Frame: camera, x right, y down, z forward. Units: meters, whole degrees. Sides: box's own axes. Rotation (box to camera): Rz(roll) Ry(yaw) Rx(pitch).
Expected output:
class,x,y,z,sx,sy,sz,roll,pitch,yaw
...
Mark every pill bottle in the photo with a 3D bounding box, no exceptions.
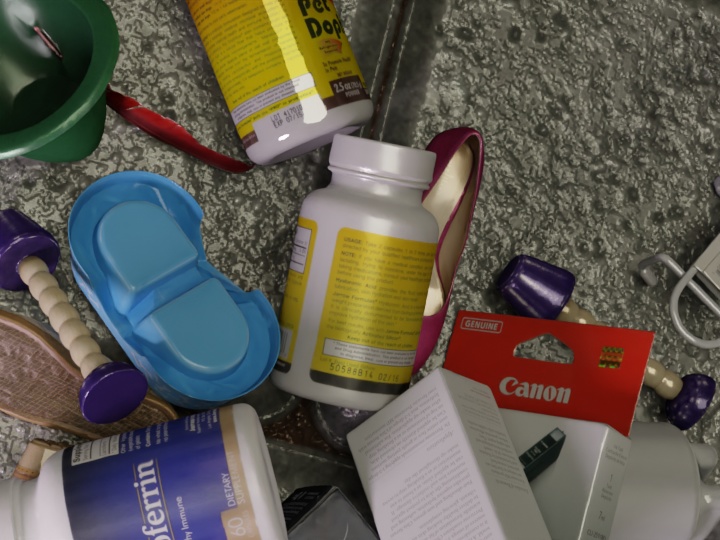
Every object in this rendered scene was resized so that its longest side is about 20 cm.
class,x,y,z,sx,sy,sz,roll,pitch,yaw
pill bottle,-0.072,-0.193,1.301,0.109,0.109,0.201,-22,90,-17
pill bottle,-0.158,0.171,1.153,0.199,0.116,0.117,-15,87,-2
pill bottle,0.000,0.000,1.275,0.110,0.111,0.202,10,95,-14

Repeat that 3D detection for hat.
class,x,y,z,sx,sy,sz,roll,pitch,yaw
hat,-0.230,-0.111,1.294,0.199,0.176,0.166,31,75,29

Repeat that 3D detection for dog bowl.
class,x,y,z,sx,sy,sz,roll,pitch,yaw
dog bowl,-0.147,0.020,1.260,0.111,0.050,0.200,-31,79,-31

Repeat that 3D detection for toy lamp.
class,x,y,z,sx,sy,sz,roll,pitch,yaw
toy lamp,-0.223,0.027,1.208,0.058,0.058,0.200,-27,50,-17
toy lamp,0.202,0.056,1.368,0.199,0.058,0.058,33,75,-11

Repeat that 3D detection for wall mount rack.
class,x,y,z,sx,sy,sz,roll,pitch,yaw
wall mount rack,0.338,0.015,1.410,0.174,0.075,0.200,46,69,-2

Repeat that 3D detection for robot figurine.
class,x,y,z,sx,sy,sz,roll,pitch,yaw
robot figurine,0.194,0.177,1.327,0.198,0.113,0.170,4,45,-15

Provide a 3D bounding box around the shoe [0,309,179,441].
class,x,y,z,sx,sy,sz,roll,pitch,yaw
shoe,-0.228,0.086,1.256,0.199,0.053,0.070,29,96,-7

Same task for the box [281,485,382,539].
class,x,y,z,sx,sy,sz,roll,pitch,yaw
box,-0.041,0.301,1.239,0.196,0.124,0.200,-41,94,-19

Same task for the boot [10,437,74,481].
class,x,y,z,sx,sy,sz,roll,pitch,yaw
boot,-0.184,0.226,1.248,0.199,0.072,0.168,15,89,-14

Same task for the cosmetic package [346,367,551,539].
class,x,y,z,sx,sy,sz,roll,pitch,yaw
cosmetic package,0.073,0.184,1.205,0.071,0.101,0.201,24,37,-46

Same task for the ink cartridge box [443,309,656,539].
class,x,y,z,sx,sy,sz,roll,pitch,yaw
ink cartridge box,0.118,0.115,1.276,0.043,0.199,0.175,27,74,-46

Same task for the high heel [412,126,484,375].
class,x,y,z,sx,sy,sz,roll,pitch,yaw
high heel,0.060,-0.015,1.322,0.067,0.096,0.201,19,78,-13
